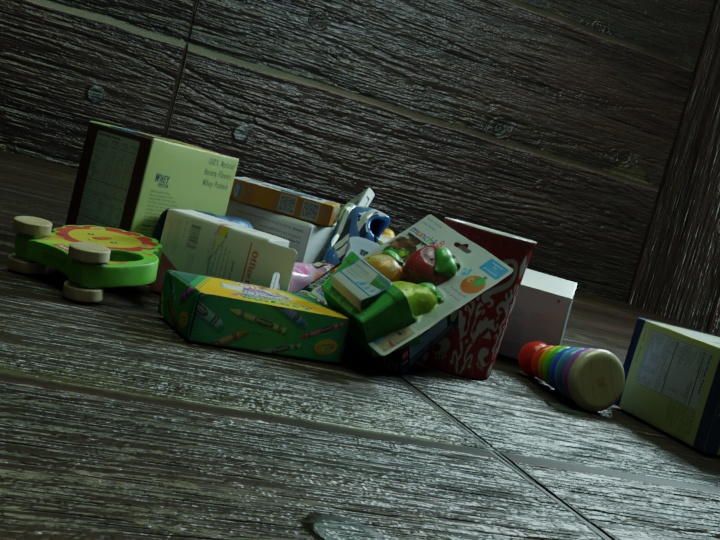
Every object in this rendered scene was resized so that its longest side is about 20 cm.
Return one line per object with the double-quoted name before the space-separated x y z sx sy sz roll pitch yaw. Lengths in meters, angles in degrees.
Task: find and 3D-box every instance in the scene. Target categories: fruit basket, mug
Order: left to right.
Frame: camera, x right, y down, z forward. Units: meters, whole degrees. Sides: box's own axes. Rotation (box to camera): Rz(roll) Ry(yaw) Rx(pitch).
"fruit basket" 0.058 0.008 1.203 0.185 0.200 0.094 40 -18 49
"mug" 0.143 0.034 1.358 0.133 0.201 0.177 10 7 -36

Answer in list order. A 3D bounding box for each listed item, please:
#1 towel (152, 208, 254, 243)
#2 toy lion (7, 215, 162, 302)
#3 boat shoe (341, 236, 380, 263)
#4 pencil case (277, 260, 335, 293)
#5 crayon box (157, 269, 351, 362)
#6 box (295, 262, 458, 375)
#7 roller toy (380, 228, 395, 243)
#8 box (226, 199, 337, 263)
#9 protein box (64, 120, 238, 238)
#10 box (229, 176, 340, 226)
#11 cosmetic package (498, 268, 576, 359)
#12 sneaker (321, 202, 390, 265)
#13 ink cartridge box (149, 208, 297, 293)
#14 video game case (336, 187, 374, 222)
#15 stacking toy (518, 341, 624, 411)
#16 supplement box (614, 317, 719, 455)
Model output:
"towel" -0.232 -0.031 1.448 0.048 0.112 0.200 20 7 30
"toy lion" -0.328 -0.021 1.220 0.200 0.069 0.191 20 15 38
"boat shoe" 0.000 0.000 1.477 0.070 0.066 0.200 24 15 -2
"pencil case" -0.112 0.019 1.425 0.087 0.088 0.200 19 8 38
"crayon box" -0.127 0.055 1.150 0.199 0.058 0.119 12 6 -31
"box" 0.011 0.059 1.278 0.200 0.038 0.137 18 37 32
"roller toy" 0.034 -0.011 1.822 0.182 0.140 0.200 15 6 6
"box" -0.144 -0.039 1.657 0.199 0.131 0.199 18 7 20
"protein box" -0.316 -0.101 1.456 0.135 0.201 0.198 19 7 30
"box" -0.137 -0.119 1.606 0.199 0.042 0.119 18 6 2
"cosmetic package" 0.236 0.064 1.566 0.199 0.151 0.052 17 40 14
"sneaker" -0.009 -0.025 1.601 0.082 0.201 0.074 8 -28 20
"ink cartridge box" -0.173 -0.002 1.296 0.199 0.117 0.067 18 7 20
"video game case" -0.068 -0.072 1.828 0.023 0.200 0.182 53 19 -10
"stacking toy" 0.289 0.142 1.380 0.085 0.086 0.200 13 -1 -19
"supplement box" 0.500 0.168 1.328 0.199 0.135 0.200 13 6 -22
